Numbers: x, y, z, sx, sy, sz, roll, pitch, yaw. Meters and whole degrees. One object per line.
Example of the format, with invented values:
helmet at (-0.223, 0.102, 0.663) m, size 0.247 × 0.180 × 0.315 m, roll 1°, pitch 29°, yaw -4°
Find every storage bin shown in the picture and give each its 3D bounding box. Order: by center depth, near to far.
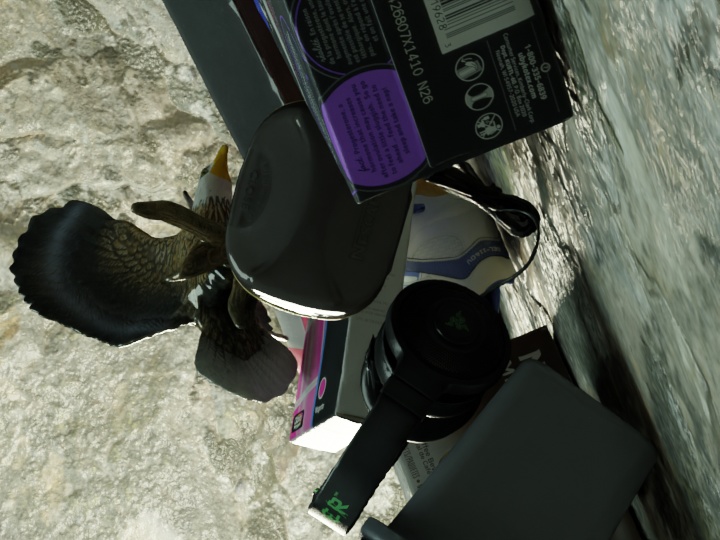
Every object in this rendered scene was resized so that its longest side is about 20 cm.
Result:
storage bin at (0.084, 0.135, 1.262) m, size 0.145 × 0.135 × 0.200 m, roll 36°, pitch 172°, yaw 6°

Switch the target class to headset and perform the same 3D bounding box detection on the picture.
headset at (0.026, 0.039, 1.265) m, size 0.094 × 0.200 × 0.124 m, roll 35°, pitch 162°, yaw 3°

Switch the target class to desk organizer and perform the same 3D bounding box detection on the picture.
desk organizer at (-0.062, -0.162, 1.430) m, size 0.072 × 0.077 × 0.201 m, roll -14°, pitch 105°, yaw 57°

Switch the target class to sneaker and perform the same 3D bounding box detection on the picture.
sneaker at (0.041, 0.014, 1.534) m, size 0.088 × 0.075 × 0.200 m, roll 62°, pitch 162°, yaw 14°

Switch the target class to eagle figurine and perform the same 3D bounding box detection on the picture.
eagle figurine at (-0.102, -0.003, 1.499) m, size 0.152 × 0.151 × 0.200 m, roll 47°, pitch 151°, yaw -15°

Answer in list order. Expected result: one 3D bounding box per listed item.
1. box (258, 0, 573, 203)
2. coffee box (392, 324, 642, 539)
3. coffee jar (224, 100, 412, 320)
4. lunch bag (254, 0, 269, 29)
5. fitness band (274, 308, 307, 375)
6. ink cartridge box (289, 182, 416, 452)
box at (0.007, -0.138, 1.122) m, size 0.200 × 0.106 × 0.123 m, roll -117°, pitch 6°, yaw -59°
coffee box at (0.095, 0.150, 1.414) m, size 0.080 × 0.114 × 0.201 m, roll 77°, pitch 172°, yaw -68°
coffee jar at (-0.020, -0.030, 1.252) m, size 0.200 × 0.085 × 0.105 m, roll -135°, pitch 61°, yaw -90°
lunch bag at (-0.033, -0.219, 1.322) m, size 0.161 × 0.082 × 0.201 m, roll -167°, pitch 57°, yaw -77°
fitness band at (-0.010, -0.003, 1.647) m, size 0.200 × 0.037 × 0.144 m, roll 73°, pitch -148°, yaw -50°
ink cartridge box at (0.000, 0.000, 1.438) m, size 0.095 × 0.037 × 0.201 m, roll 141°, pitch 141°, yaw -68°
